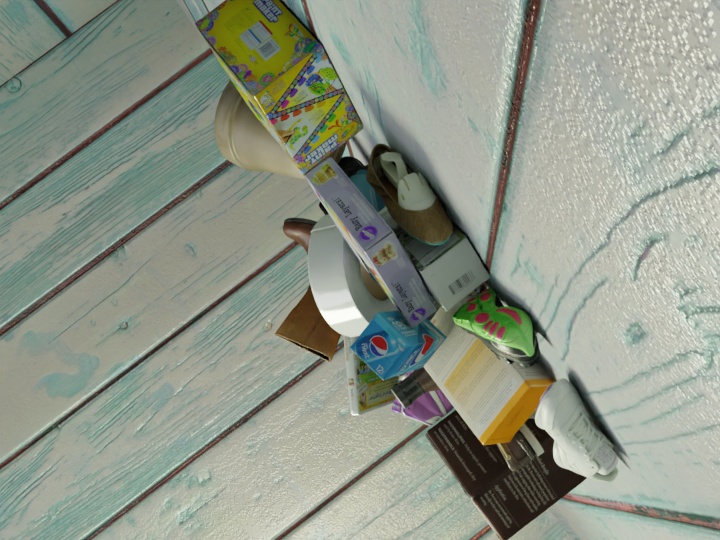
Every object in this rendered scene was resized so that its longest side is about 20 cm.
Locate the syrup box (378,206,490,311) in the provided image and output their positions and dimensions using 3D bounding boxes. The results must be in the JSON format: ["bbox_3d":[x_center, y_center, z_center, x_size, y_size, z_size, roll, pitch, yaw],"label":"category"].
[{"bbox_3d":[0.094,-0.034,1.420,0.082,0.078,0.200,55,177,-31],"label":"syrup box"}]

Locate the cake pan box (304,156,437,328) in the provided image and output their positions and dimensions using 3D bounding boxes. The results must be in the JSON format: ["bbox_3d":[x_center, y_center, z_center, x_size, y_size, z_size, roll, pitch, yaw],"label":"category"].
[{"bbox_3d":[0.017,-0.036,1.381,0.185,0.052,0.200,55,179,40],"label":"cake pan box"}]

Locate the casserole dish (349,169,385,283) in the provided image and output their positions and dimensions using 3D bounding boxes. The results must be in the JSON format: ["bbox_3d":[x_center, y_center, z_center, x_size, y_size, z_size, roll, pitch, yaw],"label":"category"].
[{"bbox_3d":[0.040,-0.068,1.567,0.121,0.039,0.202,6,-113,-57],"label":"casserole dish"}]

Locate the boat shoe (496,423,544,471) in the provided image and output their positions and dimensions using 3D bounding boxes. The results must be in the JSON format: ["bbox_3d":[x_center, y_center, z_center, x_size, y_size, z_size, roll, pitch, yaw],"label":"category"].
[{"bbox_3d":[0.206,0.232,1.573,0.200,0.059,0.072,48,176,46],"label":"boat shoe"}]

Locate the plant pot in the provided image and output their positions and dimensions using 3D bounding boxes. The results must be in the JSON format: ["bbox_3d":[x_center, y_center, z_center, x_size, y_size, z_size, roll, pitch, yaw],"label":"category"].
[{"bbox_3d":[-0.122,-0.240,1.719,0.173,0.200,0.200,33,166,34],"label":"plant pot"}]

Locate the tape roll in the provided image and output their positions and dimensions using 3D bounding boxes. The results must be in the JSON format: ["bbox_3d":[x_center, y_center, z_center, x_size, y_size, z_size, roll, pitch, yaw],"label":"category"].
[{"bbox_3d":[0.000,0.000,1.592,0.202,0.070,0.205,23,-118,-53],"label":"tape roll"}]

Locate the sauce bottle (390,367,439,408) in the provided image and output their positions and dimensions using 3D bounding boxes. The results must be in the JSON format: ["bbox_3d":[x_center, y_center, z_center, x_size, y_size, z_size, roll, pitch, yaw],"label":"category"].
[{"bbox_3d":[0.140,0.149,1.629,0.066,0.199,0.066,51,176,5],"label":"sauce bottle"}]

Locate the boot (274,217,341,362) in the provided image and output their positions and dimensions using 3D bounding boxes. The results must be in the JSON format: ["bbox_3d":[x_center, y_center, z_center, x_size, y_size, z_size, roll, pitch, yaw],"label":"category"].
[{"bbox_3d":[-0.088,0.029,1.697,0.187,0.201,0.069,31,163,-2],"label":"boot"}]

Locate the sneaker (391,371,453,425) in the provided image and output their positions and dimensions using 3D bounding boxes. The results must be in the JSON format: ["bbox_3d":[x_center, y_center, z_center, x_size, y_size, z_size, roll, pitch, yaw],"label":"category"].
[{"bbox_3d":[0.078,0.176,1.686,0.201,0.114,0.073,48,176,-10],"label":"sneaker"}]

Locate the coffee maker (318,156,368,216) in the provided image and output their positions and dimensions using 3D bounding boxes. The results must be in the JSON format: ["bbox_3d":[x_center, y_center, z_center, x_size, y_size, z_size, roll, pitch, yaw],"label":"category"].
[{"bbox_3d":[0.026,-0.084,1.763,0.191,0.135,0.200,23,163,29],"label":"coffee maker"}]

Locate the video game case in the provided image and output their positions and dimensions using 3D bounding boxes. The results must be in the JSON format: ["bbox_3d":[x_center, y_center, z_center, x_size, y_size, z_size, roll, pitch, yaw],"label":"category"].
[{"bbox_3d":[0.035,0.136,1.708,0.199,0.023,0.184,-7,-88,-58],"label":"video game case"}]

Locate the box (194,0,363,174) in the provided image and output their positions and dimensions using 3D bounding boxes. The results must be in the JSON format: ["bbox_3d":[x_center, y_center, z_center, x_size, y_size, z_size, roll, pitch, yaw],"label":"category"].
[{"bbox_3d":[-0.120,-0.289,1.506,0.200,0.122,0.193,51,176,35],"label":"box"}]

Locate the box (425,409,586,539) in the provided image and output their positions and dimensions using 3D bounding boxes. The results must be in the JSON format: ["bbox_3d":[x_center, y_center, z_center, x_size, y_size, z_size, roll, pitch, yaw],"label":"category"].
[{"bbox_3d":[0.250,0.307,1.692,0.166,0.199,0.164,56,177,-41],"label":"box"}]

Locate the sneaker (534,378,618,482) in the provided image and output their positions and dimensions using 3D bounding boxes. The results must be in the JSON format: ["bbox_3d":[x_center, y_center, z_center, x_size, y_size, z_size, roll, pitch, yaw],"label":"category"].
[{"bbox_3d":[0.295,0.213,1.335,0.099,0.075,0.201,26,159,41],"label":"sneaker"}]

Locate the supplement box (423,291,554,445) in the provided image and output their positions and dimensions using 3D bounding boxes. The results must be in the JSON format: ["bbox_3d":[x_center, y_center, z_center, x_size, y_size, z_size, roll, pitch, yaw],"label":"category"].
[{"bbox_3d":[0.180,0.142,1.505,0.073,0.127,0.201,3,-140,-45],"label":"supplement box"}]

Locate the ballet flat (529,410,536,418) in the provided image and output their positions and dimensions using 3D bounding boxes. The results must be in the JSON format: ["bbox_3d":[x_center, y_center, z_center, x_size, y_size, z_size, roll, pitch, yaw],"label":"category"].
[{"bbox_3d":[0.254,0.191,1.571,0.067,0.067,0.200,53,178,-36],"label":"ballet flat"}]

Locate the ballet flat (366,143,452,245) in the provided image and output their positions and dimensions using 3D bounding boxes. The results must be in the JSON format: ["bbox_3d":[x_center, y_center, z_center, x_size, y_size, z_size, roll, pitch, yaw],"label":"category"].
[{"bbox_3d":[0.061,-0.112,1.355,0.200,0.067,0.073,-123,18,-48],"label":"ballet flat"}]

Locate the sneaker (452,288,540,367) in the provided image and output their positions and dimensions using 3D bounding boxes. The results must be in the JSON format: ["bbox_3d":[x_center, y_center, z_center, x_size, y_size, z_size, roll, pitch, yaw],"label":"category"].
[{"bbox_3d":[0.184,0.084,1.366,0.084,0.076,0.200,59,177,-18],"label":"sneaker"}]

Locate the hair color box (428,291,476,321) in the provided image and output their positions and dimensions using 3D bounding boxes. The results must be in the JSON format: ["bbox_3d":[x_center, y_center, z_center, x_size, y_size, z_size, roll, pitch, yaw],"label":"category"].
[{"bbox_3d":[0.140,0.075,1.673,0.065,0.109,0.200,52,176,15],"label":"hair color box"}]

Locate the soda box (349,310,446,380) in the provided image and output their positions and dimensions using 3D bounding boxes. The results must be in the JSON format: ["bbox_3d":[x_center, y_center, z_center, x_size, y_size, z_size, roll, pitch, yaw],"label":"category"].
[{"bbox_3d":[0.058,0.101,1.428,0.068,0.064,0.200,42,-167,14],"label":"soda box"}]
